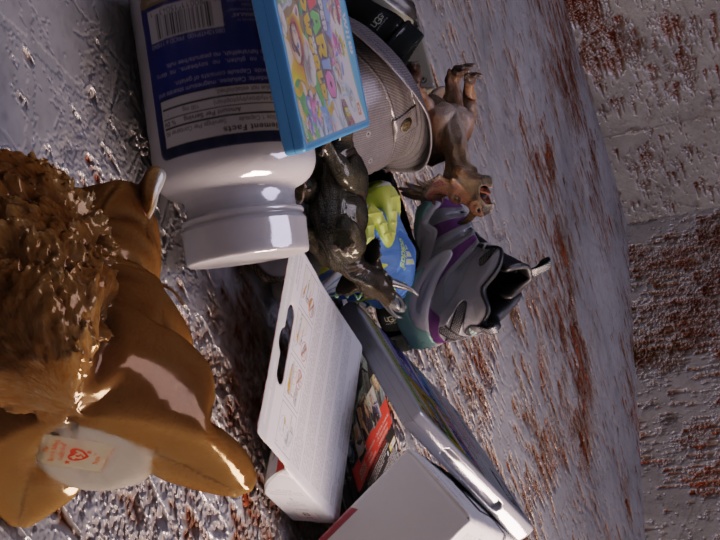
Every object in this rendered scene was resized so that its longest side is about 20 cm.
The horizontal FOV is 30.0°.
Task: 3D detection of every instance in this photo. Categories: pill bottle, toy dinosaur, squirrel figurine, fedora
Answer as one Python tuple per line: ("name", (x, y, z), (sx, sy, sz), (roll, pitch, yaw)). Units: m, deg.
("pill bottle", (-0.095, -0.107, 0.965), (0.120, 0.118, 0.202), (2, 79, -72))
("toy dinosaur", (-0.020, -0.055, 1.093), (0.102, 0.076, 0.202), (8, 68, -72))
("toy dinosaur", (0.074, -0.131, 1.330), (0.200, 0.085, 0.137), (-106, -164, -70))
("squirrel figurine", (-0.149, 0.009, 0.717), (0.201, 0.140, 0.188), (64, 17, -48))
("fedora", (-0.028, -0.131, 1.181), (0.090, 0.176, 0.201), (-50, 164, -26))

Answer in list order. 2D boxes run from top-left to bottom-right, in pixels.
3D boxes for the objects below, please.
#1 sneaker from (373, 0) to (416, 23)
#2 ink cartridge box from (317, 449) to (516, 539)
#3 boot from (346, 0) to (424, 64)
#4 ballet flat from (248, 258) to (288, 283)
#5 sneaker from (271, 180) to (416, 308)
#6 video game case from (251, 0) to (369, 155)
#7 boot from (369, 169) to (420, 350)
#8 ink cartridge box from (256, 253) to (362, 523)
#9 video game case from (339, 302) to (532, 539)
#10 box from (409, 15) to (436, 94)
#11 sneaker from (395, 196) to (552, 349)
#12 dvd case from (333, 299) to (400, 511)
("sneaker", (-0.001, -0.323, 1.248), (0.200, 0.106, 0.075), (44, -1, -6))
("ink cartridge box", (0.046, 0.248, 1.154), (0.083, 0.145, 0.200), (45, 1, 26))
("boot", (-0.033, -0.225, 1.227), (0.162, 0.073, 0.198), (43, -20, 0))
("ballet flat", (-0.087, -0.089, 1.105), (0.046, 0.067, 0.202), (160, -79, -66))
("sneaker", (0.000, 0.000, 1.203), (0.106, 0.075, 0.200), (58, 40, -13))
("video game case", (-0.035, -0.164, 0.956), (0.200, 0.018, 0.145), (-41, 120, -74))
("boot", (0.037, -0.029, 1.401), (0.199, 0.073, 0.164), (-66, 139, -58))
("ink cartridge box", (-0.053, 0.090, 1.059), (0.200, 0.056, 0.164), (54, 39, -55))
("video game case", (0.065, 0.132, 1.211), (0.182, 0.022, 0.200), (48, 5, -31))
("box", (0.030, -0.268, 1.464), (0.082, 0.068, 0.202), (58, 18, -75))
("sneaker", (0.120, -0.013, 1.306), (0.078, 0.138, 0.202), (53, 39, -46))
("dvd case", (-0.009, 0.121, 1.272), (0.146, 0.022, 0.202), (-57, 135, -65))
